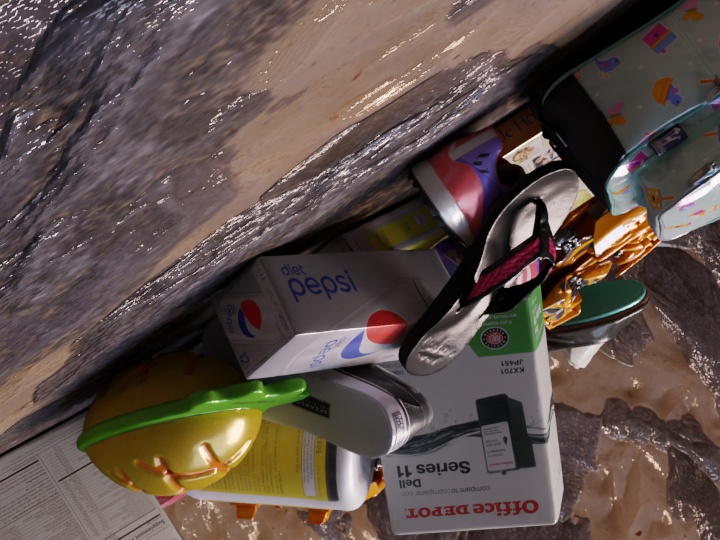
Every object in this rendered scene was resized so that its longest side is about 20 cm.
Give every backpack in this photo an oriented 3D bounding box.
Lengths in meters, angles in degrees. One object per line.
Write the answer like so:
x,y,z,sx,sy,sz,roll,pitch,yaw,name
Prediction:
0.242,-0.124,1.177,0.200,0.153,0.176,-42,165,3,backpack

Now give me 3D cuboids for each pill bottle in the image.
-0.092,0.139,1.392,0.200,0.112,0.112,3,-178,11,pill bottle

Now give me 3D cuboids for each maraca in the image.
-0.128,0.111,1.254,0.200,0.107,0.137,-22,169,39,maraca

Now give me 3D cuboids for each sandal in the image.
0.104,0.008,1.219,0.075,0.045,0.200,14,117,-48,sandal

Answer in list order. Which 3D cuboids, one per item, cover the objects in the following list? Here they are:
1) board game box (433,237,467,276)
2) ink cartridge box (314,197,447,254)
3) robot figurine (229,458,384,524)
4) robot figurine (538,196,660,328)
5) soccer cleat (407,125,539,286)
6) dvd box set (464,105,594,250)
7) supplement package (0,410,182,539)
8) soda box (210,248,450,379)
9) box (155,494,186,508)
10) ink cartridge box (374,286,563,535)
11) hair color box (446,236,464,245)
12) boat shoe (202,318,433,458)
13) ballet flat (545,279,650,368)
0.032,0.066,1.510,0.200,0.045,0.134,-54,175,11,board game box
0.000,0.000,1.425,0.200,0.047,0.198,-24,168,-45,ink cartridge box
-0.037,0.187,1.535,0.145,0.058,0.200,1,-176,22,robot figurine
0.203,-0.020,1.451,0.200,0.058,0.145,-39,159,9,robot figurine
0.106,-0.042,1.259,0.073,0.068,0.200,-36,146,8,soccer cleat
0.157,-0.091,1.330,0.200,0.029,0.146,-34,151,3,dvd box set
-0.257,0.257,1.390,0.147,0.200,0.191,-29,173,-39,supplement package
-0.011,0.030,1.237,0.200,0.068,0.063,-3,149,-48,soda box
-0.138,0.136,1.552,0.200,0.096,0.100,-34,175,4,box
0.087,0.113,1.392,0.146,0.200,0.083,-6,-167,12,ink cartridge box
0.117,-0.035,1.696,0.200,0.061,0.100,-34,174,17,hair color box
-0.034,0.082,1.300,0.199,0.074,0.068,18,-156,33,boat shoe
0.174,0.059,1.553,0.200,0.068,0.068,-11,-149,8,ballet flat
